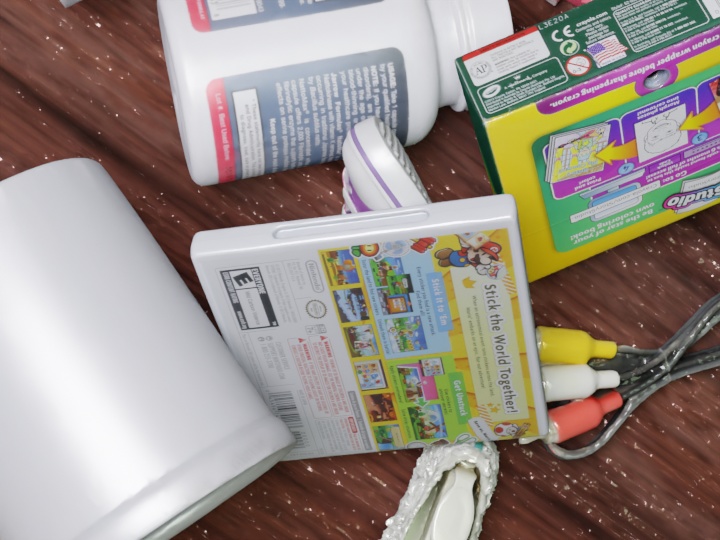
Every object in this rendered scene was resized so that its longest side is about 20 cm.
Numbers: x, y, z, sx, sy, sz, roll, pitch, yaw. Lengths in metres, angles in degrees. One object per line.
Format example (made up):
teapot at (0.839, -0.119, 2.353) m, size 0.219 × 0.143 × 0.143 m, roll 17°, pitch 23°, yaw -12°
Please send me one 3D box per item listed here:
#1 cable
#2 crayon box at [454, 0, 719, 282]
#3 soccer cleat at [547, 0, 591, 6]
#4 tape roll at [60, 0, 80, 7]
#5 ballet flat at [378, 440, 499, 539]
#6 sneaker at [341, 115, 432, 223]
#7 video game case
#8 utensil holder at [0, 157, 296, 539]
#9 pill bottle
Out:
cable at (0.189, 0.071, 0.936) m, size 0.198 × 0.050 × 0.098 m, roll -11°, pitch 98°, yaw -7°
crayon box at (0.170, -0.093, 0.849) m, size 0.199 × 0.173 × 0.059 m, roll -22°, pitch 56°, yaw 2°
soccer cleat at (0.180, -0.188, 0.906) m, size 0.199 × 0.067 × 0.077 m, roll 31°, pitch 80°, yaw -13°
tape roll at (-0.151, -0.265, 0.772) m, size 0.138 × 0.203 × 0.204 m, roll -27°, pitch 99°, yaw -6°
ballet flat at (0.038, 0.196, 0.918) m, size 0.071 × 0.072 × 0.201 m, roll 18°, pitch 93°, yaw -10°
sneaker at (0.000, 0.001, 0.846) m, size 0.114 × 0.073 × 0.201 m, roll -24°, pitch 140°, yaw 0°
video game case at (0.013, 0.041, 0.837) m, size 0.180 × 0.023 × 0.201 m, roll -6°, pitch 136°, yaw 9°
utensil holder at (-0.159, 0.062, 0.802) m, size 0.169 × 0.170 × 0.201 m, roll -34°, pitch 82°, yaw -4°
pill bottle at (-0.014, -0.127, 0.850) m, size 0.198 × 0.120 × 0.121 m, roll -11°, pitch 97°, yaw -8°
